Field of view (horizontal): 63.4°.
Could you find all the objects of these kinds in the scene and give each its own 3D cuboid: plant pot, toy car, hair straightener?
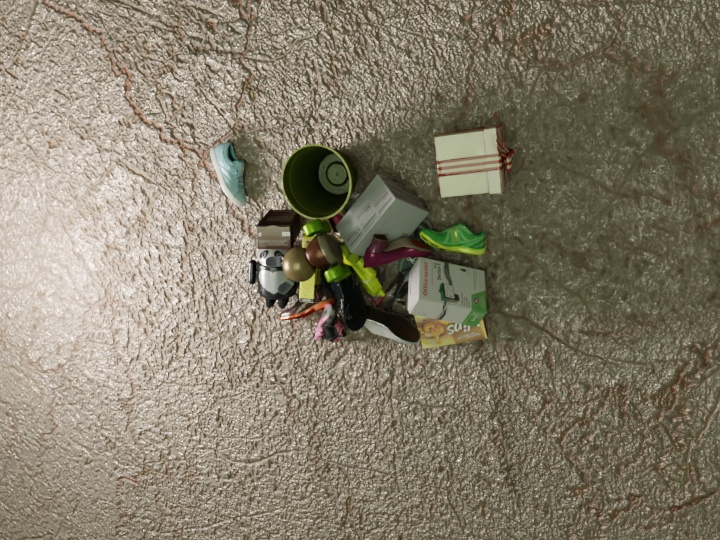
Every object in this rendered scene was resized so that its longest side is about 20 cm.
[{"bbox_3d":[-0.092,-0.259,1.638,0.199,0.193,0.202,5,107,16],"label":"plant pot"},{"bbox_3d":[-0.152,-0.020,1.585,0.199,0.158,0.165,-26,85,9],"label":"toy car"},{"bbox_3d":[0.115,0.067,1.734,0.077,0.041,0.200,36,125,3],"label":"hair straightener"}]

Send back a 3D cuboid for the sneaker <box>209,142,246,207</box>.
[{"bbox_3d":[-0.386,-0.295,1.781,0.082,0.074,0.201,-21,100,24],"label":"sneaker"}]

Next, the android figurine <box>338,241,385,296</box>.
[{"bbox_3d":[0.000,0.000,1.701,0.041,0.182,0.200,-42,98,-8],"label":"android figurine"}]

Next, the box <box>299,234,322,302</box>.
[{"bbox_3d":[-0.147,-0.005,1.768,0.050,0.075,0.202,3,89,14],"label":"box"}]

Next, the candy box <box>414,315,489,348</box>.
[{"bbox_3d":[0.269,0.156,1.726,0.199,0.055,0.116,-12,102,19],"label":"candy box"}]

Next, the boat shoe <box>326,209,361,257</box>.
[{"bbox_3d":[-0.051,-0.119,1.734,0.074,0.069,0.201,-33,94,22],"label":"boat shoe"}]

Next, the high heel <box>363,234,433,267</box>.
[{"bbox_3d":[0.105,-0.043,1.623,0.199,0.068,0.097,10,120,-21],"label":"high heel"}]

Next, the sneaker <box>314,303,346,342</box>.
[{"bbox_3d":[-0.082,0.169,1.795,0.095,0.079,0.200,23,152,1],"label":"sneaker"}]

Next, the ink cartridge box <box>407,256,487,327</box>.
[{"bbox_3d":[0.238,0.059,1.612,0.199,0.147,0.085,12,143,-10],"label":"ink cartridge box"}]

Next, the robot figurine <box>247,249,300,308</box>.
[{"bbox_3d":[-0.258,0.015,1.804,0.125,0.149,0.202,25,118,51],"label":"robot figurine"}]

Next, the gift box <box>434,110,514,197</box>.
[{"bbox_3d":[0.300,-0.300,1.516,0.185,0.185,0.201,-2,111,19],"label":"gift box"}]

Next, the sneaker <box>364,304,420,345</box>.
[{"bbox_3d":[0.085,0.169,1.758,0.199,0.073,0.085,28,152,8],"label":"sneaker"}]

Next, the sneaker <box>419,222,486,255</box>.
[{"bbox_3d":[0.259,-0.096,1.637,0.199,0.074,0.084,10,92,-13],"label":"sneaker"}]

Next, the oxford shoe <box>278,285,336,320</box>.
[{"bbox_3d":[-0.175,0.105,1.847,0.199,0.071,0.073,-21,82,14],"label":"oxford shoe"}]

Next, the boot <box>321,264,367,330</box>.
[{"bbox_3d":[-0.051,0.067,1.740,0.076,0.168,0.202,-17,102,-16],"label":"boot"}]

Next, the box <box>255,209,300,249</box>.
[{"bbox_3d":[-0.237,-0.123,1.710,0.099,0.200,0.076,1,107,3],"label":"box"}]

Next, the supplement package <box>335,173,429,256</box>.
[{"bbox_3d":[0.060,-0.141,1.632,0.200,0.155,0.111,-49,51,23],"label":"supplement package"}]

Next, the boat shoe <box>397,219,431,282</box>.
[{"bbox_3d":[0.150,-0.051,1.698,0.072,0.062,0.201,23,111,9],"label":"boat shoe"}]
